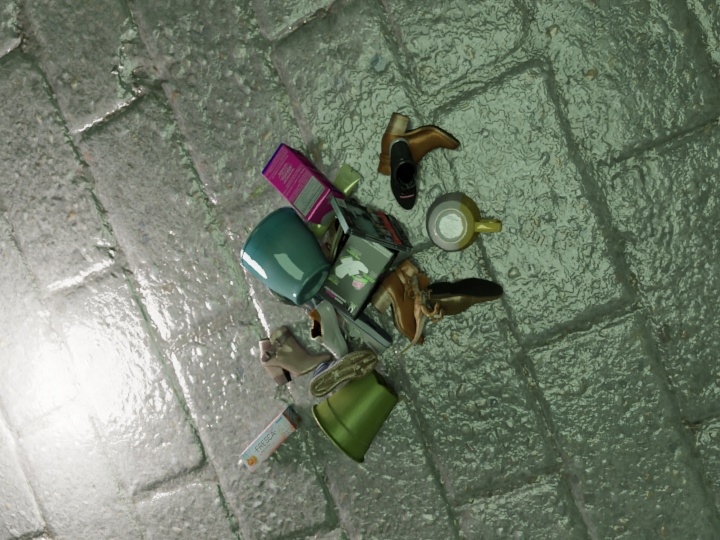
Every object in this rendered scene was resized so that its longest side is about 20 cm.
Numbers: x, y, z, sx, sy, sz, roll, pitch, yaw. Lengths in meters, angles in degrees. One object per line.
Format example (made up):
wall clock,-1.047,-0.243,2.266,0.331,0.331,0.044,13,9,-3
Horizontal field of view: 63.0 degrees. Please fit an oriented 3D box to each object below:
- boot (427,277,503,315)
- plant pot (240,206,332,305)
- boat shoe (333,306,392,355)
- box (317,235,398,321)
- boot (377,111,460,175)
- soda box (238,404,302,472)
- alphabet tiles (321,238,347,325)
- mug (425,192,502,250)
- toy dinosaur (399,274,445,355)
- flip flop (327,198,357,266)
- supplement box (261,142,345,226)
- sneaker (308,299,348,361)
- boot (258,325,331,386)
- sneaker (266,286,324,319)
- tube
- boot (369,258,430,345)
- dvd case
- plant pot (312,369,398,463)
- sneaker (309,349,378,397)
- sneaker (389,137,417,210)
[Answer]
boot,0.273,0.072,1.531,0.192,0.075,0.078,-4,123,12
plant pot,-0.178,-0.023,1.517,0.188,0.199,0.202,43,104,17
boat shoe,-0.011,0.160,1.592,0.200,0.075,0.087,39,107,-9
box,0.000,0.000,1.520,0.122,0.148,0.204,33,103,6
boot,0.143,-0.296,1.496,0.193,0.077,0.160,17,108,-1
soda box,-0.258,0.484,1.692,0.064,0.068,0.200,45,104,3
alphabet tiles,-0.052,0.020,1.615,0.200,0.008,0.167,46,105,3
mug,0.242,-0.124,1.455,0.183,0.153,0.153,-29,91,14
toy dinosaur,0.158,0.114,1.507,0.103,0.060,0.209,1,92,31
flip flop,-0.059,-0.096,1.565,0.056,0.080,0.206,24,102,23
supplement box,-0.147,-0.222,1.526,0.200,0.101,0.104,46,105,20
sneaker,-0.093,0.182,1.581,0.083,0.072,0.205,-32,120,-25
boot,-0.192,0.225,1.646,0.195,0.070,0.150,-25,85,7
sneaker,-0.164,0.062,1.613,0.195,0.073,0.084,27,107,-3
tube,-0.072,-0.182,1.569,0.057,0.052,0.204,30,102,-8
boot,0.137,0.086,1.553,0.200,0.074,0.155,44,85,-17
dvd case,0.028,-0.114,1.462,0.195,0.148,0.022,17,119,-31
plant pot,0.001,0.367,1.573,0.200,0.200,0.191,43,93,3
sneaker,-0.047,0.261,1.559,0.195,0.109,0.072,-28,94,-1
sneaker,0.108,-0.214,1.460,0.068,0.101,0.204,-10,131,3
